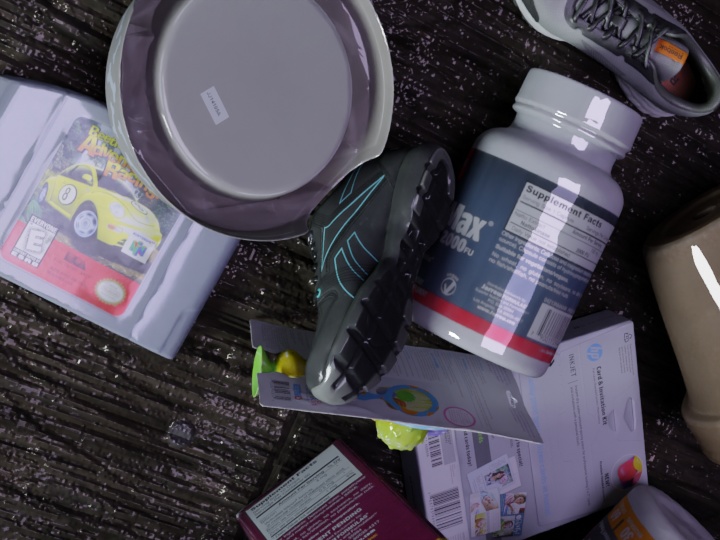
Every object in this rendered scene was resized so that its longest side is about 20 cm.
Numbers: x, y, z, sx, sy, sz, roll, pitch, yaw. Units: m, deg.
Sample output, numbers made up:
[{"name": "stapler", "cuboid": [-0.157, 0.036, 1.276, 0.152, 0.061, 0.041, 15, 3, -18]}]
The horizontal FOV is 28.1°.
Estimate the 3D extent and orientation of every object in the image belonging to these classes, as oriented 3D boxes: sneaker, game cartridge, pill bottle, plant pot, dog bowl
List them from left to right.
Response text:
[{"name": "game cartridge", "cuboid": [-0.176, -0.040, 0.956, 0.199, 0.041, 0.134, 29, 87, -27]}, {"name": "dog bowl", "cuboid": [-0.076, -0.119, 0.943, 0.199, 0.059, 0.202, -1, 92, -31]}, {"name": "sneaker", "cuboid": [0.000, 0.000, 0.988, 0.201, 0.079, 0.076, -66, 149, -26]}, {"name": "pill bottle", "cuboid": [0.120, -0.036, 1.040, 0.119, 0.119, 0.201, 23, 93, -27]}, {"name": "pill bottle", "cuboid": [0.197, 0.277, 1.144, 0.116, 0.117, 0.200, 36, 103, -27]}, {"name": "sneaker", "cuboid": [0.194, -0.179, 1.057, 0.200, 0.079, 0.074, 32, 92, -26]}, {"name": "plant pot", "cuboid": [0.312, 0.024, 1.117, 0.200, 0.200, 0.175, -35, 98, -12]}]

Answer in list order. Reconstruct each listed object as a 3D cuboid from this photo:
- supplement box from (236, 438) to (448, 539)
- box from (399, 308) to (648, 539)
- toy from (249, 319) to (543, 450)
[{"name": "supplement box", "cuboid": [0.010, 0.227, 1.015, 0.103, 0.200, 0.131, -34, 114, -11]}, {"name": "box", "cuboid": [0.128, 0.132, 1.132, 0.199, 0.041, 0.157, -16, 110, -18]}, {"name": "toy", "cuboid": [0.018, 0.092, 1.016, 0.199, 0.115, 0.047, 13, 114, -14]}]
